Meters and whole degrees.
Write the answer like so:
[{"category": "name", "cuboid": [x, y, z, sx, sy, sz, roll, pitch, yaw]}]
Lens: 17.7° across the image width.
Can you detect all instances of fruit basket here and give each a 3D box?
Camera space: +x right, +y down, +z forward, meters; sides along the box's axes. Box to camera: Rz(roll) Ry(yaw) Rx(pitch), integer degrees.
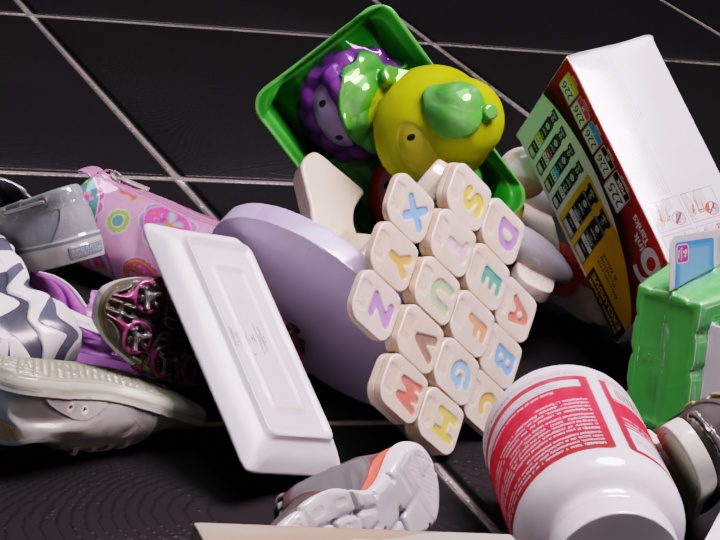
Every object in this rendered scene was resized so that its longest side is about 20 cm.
[{"category": "fruit basket", "cuboid": [0.033, -0.097, 1.784, 0.216, 0.155, 0.216, 53, 2, -3]}, {"category": "fruit basket", "cuboid": [0.290, 0.056, 1.733, 0.200, 0.186, 0.094, -5, 18, -38]}]

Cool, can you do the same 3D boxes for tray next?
[{"category": "tray", "cuboid": [-0.076, 0.051, 1.596, 0.107, 0.022, 0.200, 9, 50, -52]}]

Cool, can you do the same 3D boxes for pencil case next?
[{"category": "pencil case", "cuboid": [-0.148, -0.016, 1.833, 0.200, 0.088, 0.087, 23, 23, 25]}]

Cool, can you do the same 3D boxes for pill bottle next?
[{"category": "pill bottle", "cuboid": [0.148, 0.149, 1.511, 0.112, 0.113, 0.200, 8, 20, -9]}]

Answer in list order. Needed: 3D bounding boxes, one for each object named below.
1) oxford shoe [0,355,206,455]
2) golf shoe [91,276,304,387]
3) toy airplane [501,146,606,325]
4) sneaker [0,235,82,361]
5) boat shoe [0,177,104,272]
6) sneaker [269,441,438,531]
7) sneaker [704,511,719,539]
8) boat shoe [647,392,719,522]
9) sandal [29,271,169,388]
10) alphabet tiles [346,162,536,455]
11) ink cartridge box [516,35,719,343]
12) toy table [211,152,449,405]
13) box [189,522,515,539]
[{"category": "oxford shoe", "cuboid": [-0.184, 0.096, 1.564, 0.075, 0.058, 0.200, 19, 6, 37]}, {"category": "golf shoe", "cuboid": [-0.132, 0.047, 1.659, 0.092, 0.073, 0.200, 13, -6, 38]}, {"category": "toy airplane", "cuboid": [0.140, -0.033, 1.949, 0.199, 0.142, 0.200, -7, 27, -42]}, {"category": "sneaker", "cuboid": [-0.304, 0.022, 1.650, 0.129, 0.080, 0.199, 3, 30, -45]}, {"category": "boat shoe", "cuboid": [-0.266, -0.036, 1.753, 0.070, 0.072, 0.201, -16, 8, -42]}, {"category": "sneaker", "cuboid": [-0.024, 0.168, 1.465, 0.082, 0.077, 0.200, -8, 7, 31]}, {"category": "sneaker", "cuboid": [0.282, 0.216, 1.474, 0.146, 0.081, 0.200, 26, 19, 13]}, {"category": "boat shoe", "cuboid": [0.235, 0.126, 1.579, 0.060, 0.072, 0.201, -29, -8, -5]}, {"category": "sandal", "cuboid": [-0.211, 0.036, 1.705, 0.082, 0.050, 0.203, -6, 27, -39]}, {"category": "alphabet tiles", "cuboid": [0.064, 0.027, 1.670, 0.015, 0.200, 0.196, -1, -32, 38]}, {"category": "ink cartridge box", "cuboid": [0.212, -0.054, 1.856, 0.084, 0.176, 0.200, -16, 70, -22]}, {"category": "toy table", "cuboid": [0.000, 0.000, 1.728, 0.200, 0.184, 0.117, 47, 50, -5]}, {"category": "box", "cuboid": [0.000, 0.204, 1.317, 0.199, 0.095, 0.078, 6, 20, -20]}]
